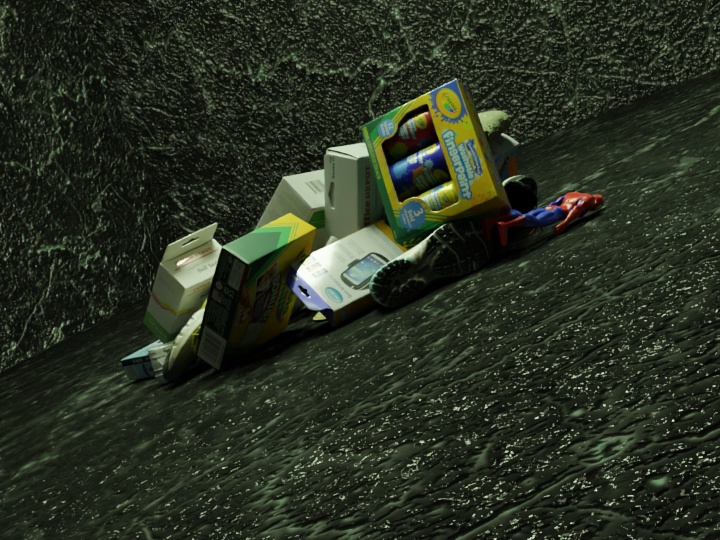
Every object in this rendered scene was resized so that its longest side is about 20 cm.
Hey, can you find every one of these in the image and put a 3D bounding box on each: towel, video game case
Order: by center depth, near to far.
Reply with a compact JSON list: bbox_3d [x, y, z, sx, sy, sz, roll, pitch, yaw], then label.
[{"bbox_3d":[0.129,-0.225,1.632,0.200,0.037,0.148,3,19,22],"label":"towel"},{"bbox_3d":[0.169,-0.113,1.651,0.181,0.045,0.200,-35,-26,-58],"label":"video game case"}]

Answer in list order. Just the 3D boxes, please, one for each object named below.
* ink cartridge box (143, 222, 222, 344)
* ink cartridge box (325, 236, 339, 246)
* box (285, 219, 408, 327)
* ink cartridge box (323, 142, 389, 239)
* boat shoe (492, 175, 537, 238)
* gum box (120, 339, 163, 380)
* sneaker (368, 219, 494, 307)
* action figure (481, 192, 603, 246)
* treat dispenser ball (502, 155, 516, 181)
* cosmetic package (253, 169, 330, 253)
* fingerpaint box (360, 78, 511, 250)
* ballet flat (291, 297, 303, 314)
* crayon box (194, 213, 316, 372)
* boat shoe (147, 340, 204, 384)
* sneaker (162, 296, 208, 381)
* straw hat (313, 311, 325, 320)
[{"bbox_3d":[-0.278,0.025,1.695,0.117,0.067,0.200,-30,-24,-40],"label":"ink cartridge box"},{"bbox_3d":[-0.015,-0.073,1.826,0.200,0.083,0.147,-66,17,-10],"label":"ink cartridge box"},{"bbox_3d":[-0.012,0.006,1.538,0.200,0.041,0.119,-27,52,-24],"label":"box"},{"bbox_3d":[0.043,-0.135,1.669,0.200,0.147,0.083,-15,23,-38],"label":"ink cartridge box"},{"bbox_3d":[0.258,-0.110,1.687,0.066,0.075,0.199,-15,11,40],"label":"boat shoe"},{"bbox_3d":[-0.298,0.128,1.821,0.170,0.045,0.200,-15,12,47],"label":"gum box"},{"bbox_3d":[0.096,-0.014,1.475,0.200,0.078,0.086,-25,3,-12],"label":"sneaker"},{"bbox_3d":[0.272,-0.077,1.477,0.200,0.052,0.065,-19,15,-24],"label":"action figure"},{"bbox_3d":[0.196,-0.186,1.944,0.201,0.201,0.201,-23,7,3],"label":"treat dispenser ball"},{"bbox_3d":[-0.113,-0.066,1.731,0.108,0.085,0.200,-19,-32,-48],"label":"cosmetic package"},{"bbox_3d":[0.108,-0.153,1.506,0.167,0.200,0.073,-23,-22,20],"label":"fingerpaint box"},{"bbox_3d":[-0.119,0.040,1.830,0.062,0.068,0.200,-12,9,11],"label":"ballet flat"},{"bbox_3d":[-0.157,0.032,1.545,0.173,0.058,0.200,-31,-33,-52],"label":"crayon box"},{"bbox_3d":[-0.257,0.115,1.686,0.200,0.067,0.074,-29,9,-41],"label":"boat shoe"},{"bbox_3d":[-0.237,0.103,1.623,0.200,0.085,0.074,-56,4,-32],"label":"sneaker"},{"bbox_3d":[0.000,0.000,1.637,0.201,0.085,0.201,-23,6,3],"label":"straw hat"}]
